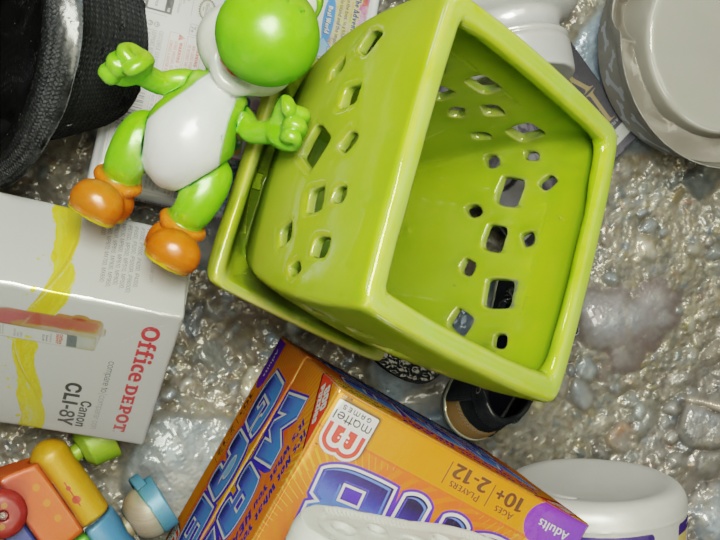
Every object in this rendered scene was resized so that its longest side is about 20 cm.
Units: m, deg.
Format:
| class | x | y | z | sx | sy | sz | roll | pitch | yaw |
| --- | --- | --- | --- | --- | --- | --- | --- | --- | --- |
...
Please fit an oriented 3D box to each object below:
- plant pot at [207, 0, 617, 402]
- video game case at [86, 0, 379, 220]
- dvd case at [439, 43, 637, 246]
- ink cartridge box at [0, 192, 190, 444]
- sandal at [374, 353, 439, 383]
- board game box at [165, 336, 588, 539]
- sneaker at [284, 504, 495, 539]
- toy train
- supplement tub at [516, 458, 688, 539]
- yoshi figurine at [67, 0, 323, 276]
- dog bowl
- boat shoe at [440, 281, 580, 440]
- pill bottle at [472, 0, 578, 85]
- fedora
| class | x | y | z | sx | sy | sz | roll | pitch | yaw |
| --- | --- | --- | --- | --- | --- | --- | --- | --- | --- |
| plant pot | 0.027 | -0.039 | 0.717 | 0.199 | 0.181 | 0.200 | 29 | 71 | -43 |
| video game case | -0.089 | -0.136 | 0.801 | 0.182 | 0.024 | 0.200 | 13 | 82 | -15 |
| dvd case | 0.115 | -0.136 | 0.858 | 0.149 | 0.016 | 0.200 | -44 | 105 | -19 |
| ink cartridge box | -0.224 | 0.030 | 0.732 | 0.200 | 0.083 | 0.145 | 12 | 133 | -15 |
| sandal | 0.000 | -0.001 | 0.846 | 0.075 | 0.048 | 0.201 | -38 | 90 | -10 |
| board game box | -0.004 | 0.194 | 0.779 | 0.200 | 0.200 | 0.200 | 30 | 87 | -16 |
| sneaker | 0.023 | 0.230 | 0.652 | 0.200 | 0.081 | 0.147 | 18 | 99 | -19 |
| toy train | -0.225 | 0.139 | 0.783 | 0.116 | 0.085 | 0.200 | -35 | 103 | -19 |
| supplement tub | 0.182 | 0.261 | 0.862 | 0.145 | 0.145 | 0.200 | -2 | 96 | -14 |
| yoshi figurine | -0.089 | -0.100 | 0.658 | 0.200 | 0.112 | 0.112 | -57 | 143 | 5 |
| dog bowl | 0.281 | -0.180 | 0.881 | 0.200 | 0.059 | 0.200 | -1 | 93 | -19 |
| boat shoe | 0.131 | 0.043 | 0.852 | 0.075 | 0.062 | 0.200 | 39 | 65 | -15 |
| pill bottle | 0.095 | -0.228 | 0.785 | 0.111 | 0.111 | 0.200 | -6 | 81 | -14 |
| fedora | -0.201 | -0.142 | 0.719 | 0.092 | 0.200 | 0.201 | 1 | 96 | -40 |
